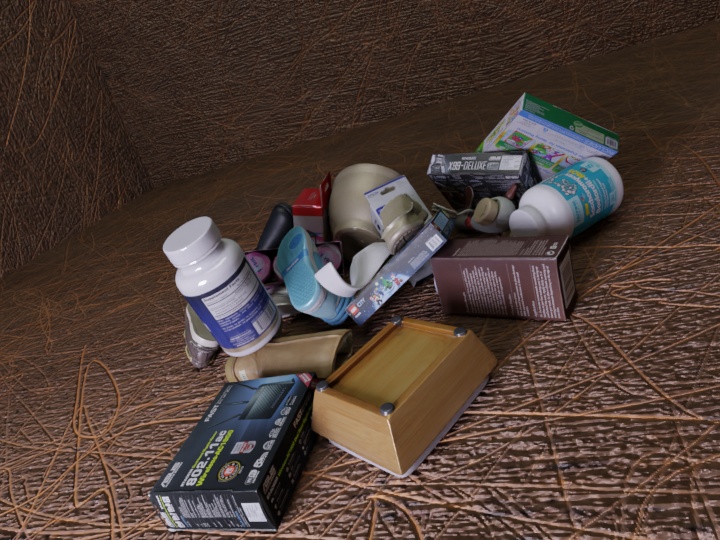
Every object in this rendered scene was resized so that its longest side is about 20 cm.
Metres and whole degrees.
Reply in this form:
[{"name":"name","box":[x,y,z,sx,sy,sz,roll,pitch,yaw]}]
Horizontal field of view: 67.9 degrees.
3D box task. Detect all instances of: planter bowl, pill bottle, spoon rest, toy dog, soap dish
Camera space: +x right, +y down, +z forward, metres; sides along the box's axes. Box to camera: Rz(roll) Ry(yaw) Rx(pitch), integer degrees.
[{"name":"planter bowl","box":[0.016,-0.098,1.108,0.196,0.201,0.137,-4,50,31]},{"name":"pill bottle","box":[0.356,-0.113,0.938,0.197,0.113,0.110,-29,24,-21]},{"name":"pill bottle","box":[-0.211,0.024,0.817,0.109,0.202,0.112,-18,33,12]},{"name":"spoon rest","box":[0.000,0.000,0.907,0.099,0.061,0.199,-36,-6,32]},{"name":"toy dog","box":[0.247,-0.124,1.046,0.199,0.131,0.098,25,89,51]},{"name":"soap dish","box":[0.050,0.139,0.655,0.155,0.083,0.199,7,35,47]}]

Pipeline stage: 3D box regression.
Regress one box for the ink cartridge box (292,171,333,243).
[{"name":"ink cartridge box","box":[-0.100,-0.100,1.151,0.065,0.205,0.117,2,25,6]}]

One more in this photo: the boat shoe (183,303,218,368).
[{"name":"boat shoe","box":[-0.302,0.114,1.018,0.071,0.061,0.200,17,13,-24]}]

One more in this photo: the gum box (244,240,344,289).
[{"name":"gum box","box":[-0.136,-0.006,1.039,0.195,0.068,0.113,-7,-6,-9]}]

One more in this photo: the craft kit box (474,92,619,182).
[{"name":"craft kit box","box":[0.344,-0.226,1.020,0.198,0.196,0.049,128,161,-63]}]

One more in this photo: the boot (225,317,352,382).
[{"name":"boot","box":[-0.099,0.116,0.860,0.196,0.067,0.177,-9,37,25]}]

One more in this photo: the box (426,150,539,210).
[{"name":"box","box":[0.255,-0.174,1.082,0.197,0.157,0.051,7,71,36]}]

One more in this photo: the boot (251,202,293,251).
[{"name":"boot","box":[-0.215,-0.031,1.152,0.076,0.202,0.168,32,40,10]}]

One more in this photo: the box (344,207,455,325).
[{"name":"box","box":[0.067,-0.009,0.875,0.200,0.038,0.137,-46,1,22]}]

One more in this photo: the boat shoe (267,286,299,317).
[{"name":"boat shoe","box":[-0.182,0.079,1.018,0.196,0.071,0.071,-4,53,24]}]

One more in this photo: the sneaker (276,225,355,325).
[{"name":"sneaker","box":[-0.075,0.018,0.942,0.079,0.130,0.202,-38,43,18]}]

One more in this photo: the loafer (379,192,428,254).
[{"name":"loafer","box":[0.064,-0.083,0.887,0.076,0.068,0.200,-45,1,17]}]

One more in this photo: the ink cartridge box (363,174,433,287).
[{"name":"ink cartridge box","box":[0.091,-0.076,1.000,0.098,0.202,0.039,-24,-20,-14]}]

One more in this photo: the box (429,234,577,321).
[{"name":"box","box":[0.210,0.010,0.794,0.197,0.102,0.075,0,29,37]}]

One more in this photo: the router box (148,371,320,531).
[{"name":"router box","box":[-0.139,0.216,0.659,0.147,0.063,0.201,-12,24,21]}]
